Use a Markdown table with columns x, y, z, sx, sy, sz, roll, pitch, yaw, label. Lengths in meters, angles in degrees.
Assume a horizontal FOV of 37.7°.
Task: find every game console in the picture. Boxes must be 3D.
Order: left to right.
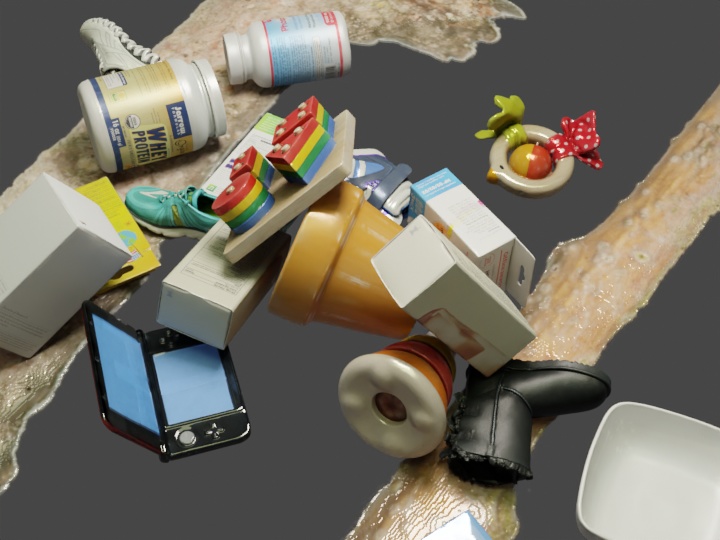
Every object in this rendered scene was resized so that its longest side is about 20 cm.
| x | y | z | sx | sy | sz | roll | pitch | yaw | label |
| --- | --- | --- | --- | --- | --- | --- | --- | --- | --- |
| -0.242 | 0.124 | 1.324 | 0.172 | 0.119 | 0.200 | -13 | 52 | -11 | game console |

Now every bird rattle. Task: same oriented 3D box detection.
| x | y | z | sx | sy | sz | roll | pitch | yaw | label |
| --- | --- | --- | --- | --- | --- | --- | --- | --- | --- |
| 0.272 | -0.176 | 1.625 | 0.200 | 0.113 | 0.163 | 21 | 63 | 0 | bird rattle |

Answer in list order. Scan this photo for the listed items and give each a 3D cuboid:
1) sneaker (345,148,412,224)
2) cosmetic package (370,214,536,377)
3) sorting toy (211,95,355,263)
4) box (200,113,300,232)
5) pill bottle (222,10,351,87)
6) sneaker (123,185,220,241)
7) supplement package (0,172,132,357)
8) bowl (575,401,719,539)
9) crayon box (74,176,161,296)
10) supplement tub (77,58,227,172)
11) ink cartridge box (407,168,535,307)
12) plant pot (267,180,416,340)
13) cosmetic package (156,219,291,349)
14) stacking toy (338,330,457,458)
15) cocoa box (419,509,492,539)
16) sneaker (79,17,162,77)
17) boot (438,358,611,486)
| x | y | z | sx | sy | sz | roll | pitch | yaw | label |
| --- | --- | --- | --- | --- | --- | --- | --- | --- | --- |
| -0.006 | -0.106 | 1.527 | 0.200 | 0.081 | 0.147 | -11 | 50 | -35 | sneaker |
| 0.115 | 0.035 | 1.283 | 0.087 | 0.200 | 0.103 | -41 | 42 | 10 | cosmetic package |
| -0.106 | -0.131 | 1.384 | 0.200 | 0.070 | 0.199 | -36 | 22 | 18 | sorting toy |
| -0.132 | -0.150 | 1.613 | 0.144 | 0.036 | 0.200 | 23 | 54 | 17 | box |
| -0.122 | -0.362 | 1.743 | 0.200 | 0.109 | 0.109 | -10 | 51 | -9 | pill bottle |
| -0.249 | -0.094 | 1.534 | 0.200 | 0.080 | 0.078 | 13 | 51 | 11 | sneaker |
| -0.423 | -0.005 | 1.380 | 0.200 | 0.117 | 0.117 | -43 | 57 | 5 | supplement package |
| 0.358 | 0.267 | 1.239 | 0.199 | 0.075 | 0.200 | 19 | 53 | 14 | bowl |
| -0.377 | -0.035 | 1.501 | 0.127 | 0.051 | 0.200 | -24 | 53 | -19 | crayon box |
| -0.317 | -0.241 | 1.615 | 0.200 | 0.145 | 0.144 | -18 | 52 | -15 | supplement tub |
| 0.148 | -0.032 | 1.462 | 0.068 | 0.115 | 0.200 | -27 | 55 | -21 | ink cartridge box |
| 0.000 | 0.000 | 1.398 | 0.183 | 0.200 | 0.200 | 24 | 52 | -1 | plant pot |
| -0.180 | 0.009 | 1.412 | 0.105 | 0.071 | 0.200 | 23 | 36 | 9 | cosmetic package |
| 0.077 | 0.128 | 1.337 | 0.146 | 0.146 | 0.200 | 25 | 38 | 19 | stacking toy |
| 0.069 | 0.375 | 1.106 | 0.200 | 0.131 | 0.133 | -27 | 55 | -21 | cocoa box |
| -0.411 | -0.355 | 1.763 | 0.200 | 0.075 | 0.081 | 35 | 67 | 26 | sneaker |
| 0.203 | 0.188 | 1.305 | 0.198 | 0.073 | 0.163 | 6 | 47 | 14 | boot |
